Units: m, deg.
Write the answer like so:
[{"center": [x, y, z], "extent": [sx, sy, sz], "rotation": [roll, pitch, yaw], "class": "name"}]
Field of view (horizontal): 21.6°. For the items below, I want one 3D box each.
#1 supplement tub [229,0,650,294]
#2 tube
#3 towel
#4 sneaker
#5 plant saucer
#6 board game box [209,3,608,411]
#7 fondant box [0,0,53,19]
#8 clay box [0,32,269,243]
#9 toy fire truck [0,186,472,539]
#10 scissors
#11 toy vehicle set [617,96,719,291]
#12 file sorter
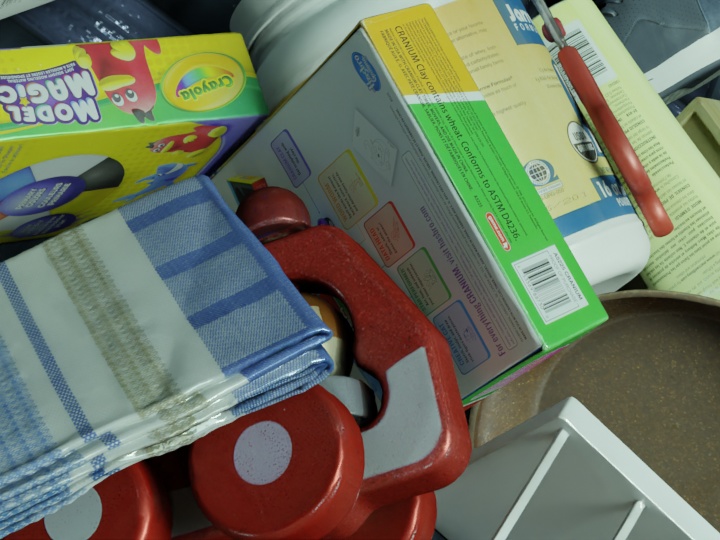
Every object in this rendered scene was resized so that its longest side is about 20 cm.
[{"center": [0.035, -0.059, 0.914], "extent": [0.145, 0.145, 0.200], "rotation": [-20, 79, -38], "class": "supplement tub"}, {"center": [0.145, -0.043, 0.941], "extent": [0.052, 0.058, 0.200], "rotation": [-27, 73, -13], "class": "tube"}, {"center": [-0.122, 0.040, 0.720], "extent": [0.200, 0.024, 0.147], "rotation": [-27, 38, -12], "class": "towel"}, {"center": [0.124, -0.148, 1.058], "extent": [0.202, 0.077, 0.146], "rotation": [-31, 88, -41], "class": "sneaker"}, {"center": [0.150, 0.090, 0.884], "extent": [0.200, 0.200, 0.037], "rotation": [45, 36, -5], "class": "plant saucer"}, {"center": [0.000, 0.000, 0.826], "extent": [0.040, 0.200, 0.153], "rotation": [-22, 80, -39], "class": "board game box"}, {"center": [-0.237, -0.199, 0.870], "extent": [0.144, 0.058, 0.200], "rotation": [-29, 83, -39], "class": "fondant box"}, {"center": [-0.153, -0.051, 0.809], "extent": [0.200, 0.115, 0.048], "rotation": [-11, 72, -35], "class": "clay box"}, {"center": [-0.061, 0.052, 0.773], "extent": [0.112, 0.200, 0.168], "rotation": [41, 32, -61], "class": "toy fire truck"}, {"center": [0.099, -0.103, 0.915], "extent": [0.200, 0.014, 0.073], "rotation": [64, 11, 29], "class": "scissors"}, {"center": [0.186, 0.028, 0.947], "extent": [0.026, 0.124, 0.200], "rotation": [5, 47, -47], "class": "toy vehicle set"}, {"center": [0.101, 0.183, 0.839], "extent": [0.200, 0.139, 0.125], "rotation": [43, 54, -7], "class": "file sorter"}]
